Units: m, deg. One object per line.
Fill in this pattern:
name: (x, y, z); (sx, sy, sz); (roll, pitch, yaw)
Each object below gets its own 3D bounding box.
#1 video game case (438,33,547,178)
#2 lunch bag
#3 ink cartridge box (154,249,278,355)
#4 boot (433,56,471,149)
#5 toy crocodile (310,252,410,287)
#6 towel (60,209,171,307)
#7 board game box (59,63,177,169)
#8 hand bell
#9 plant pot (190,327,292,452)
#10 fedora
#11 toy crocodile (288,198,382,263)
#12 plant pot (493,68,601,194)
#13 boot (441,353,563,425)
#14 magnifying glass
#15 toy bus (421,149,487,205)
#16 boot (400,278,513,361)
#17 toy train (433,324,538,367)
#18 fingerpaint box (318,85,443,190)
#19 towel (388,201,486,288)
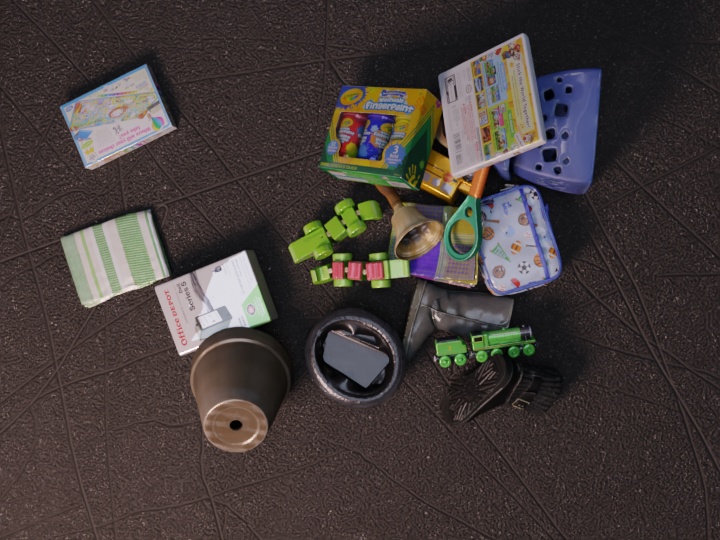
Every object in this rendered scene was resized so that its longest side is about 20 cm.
video game case: (0.225, -0.285, 1.346); (0.180, 0.023, 0.203); (-18, 69, 37)
lunch bag: (0.293, -0.061, 1.465); (0.158, 0.076, 0.203); (-16, 83, 6)
ink cartridge box: (-0.282, 0.063, 1.518); (0.197, 0.084, 0.148); (-21, 89, 5)
boot: (0.208, -0.297, 1.438); (0.167, 0.072, 0.200); (-54, 51, 9)
toy crocodile: (0.000, 0.000, 1.496); (0.197, 0.062, 0.069); (0, 91, 17)
towel: (-0.495, -0.026, 1.567); (0.197, 0.023, 0.155); (-19, 89, 6)
board game box: (-0.486, -0.308, 1.553); (0.197, 0.034, 0.136); (-24, 89, 5)
hand bell: (0.068, -0.130, 1.470); (0.103, 0.104, 0.202); (-32, 60, 5)
plant pot: (-0.226, 0.237, 1.439); (0.196, 0.174, 0.203); (-2, 118, -4)
fedora: (-0.007, 0.165, 1.493); (0.197, 0.092, 0.204); (0, 91, 5)
toy crocodile: (-0.049, -0.077, 1.506); (0.198, 0.062, 0.068); (-32, 76, 7)
plant pot: (0.336, -0.252, 1.410); (0.177, 0.200, 0.204); (6, 92, 12)
boot: (0.270, 0.243, 1.478); (0.156, 0.211, 0.080); (17, 48, -31)
magnifying glass: (0.199, -0.114, 1.392); (0.079, 0.022, 0.203); (31, 114, 40)
toy bus: (0.141, -0.188, 1.473); (0.198, 0.065, 0.079); (30, 92, 13)
boot: (0.184, 0.116, 1.496); (0.197, 0.073, 0.185); (17, 94, -3)
toy train: (0.233, 0.139, 1.448); (0.196, 0.042, 0.057); (-9, 102, 2)
fingerpaint box: (0.035, -0.250, 1.436); (0.198, 0.073, 0.169); (13, 83, 36)
towel: (0.142, -0.054, 1.472); (0.197, 0.023, 0.146); (11, 94, 29)
